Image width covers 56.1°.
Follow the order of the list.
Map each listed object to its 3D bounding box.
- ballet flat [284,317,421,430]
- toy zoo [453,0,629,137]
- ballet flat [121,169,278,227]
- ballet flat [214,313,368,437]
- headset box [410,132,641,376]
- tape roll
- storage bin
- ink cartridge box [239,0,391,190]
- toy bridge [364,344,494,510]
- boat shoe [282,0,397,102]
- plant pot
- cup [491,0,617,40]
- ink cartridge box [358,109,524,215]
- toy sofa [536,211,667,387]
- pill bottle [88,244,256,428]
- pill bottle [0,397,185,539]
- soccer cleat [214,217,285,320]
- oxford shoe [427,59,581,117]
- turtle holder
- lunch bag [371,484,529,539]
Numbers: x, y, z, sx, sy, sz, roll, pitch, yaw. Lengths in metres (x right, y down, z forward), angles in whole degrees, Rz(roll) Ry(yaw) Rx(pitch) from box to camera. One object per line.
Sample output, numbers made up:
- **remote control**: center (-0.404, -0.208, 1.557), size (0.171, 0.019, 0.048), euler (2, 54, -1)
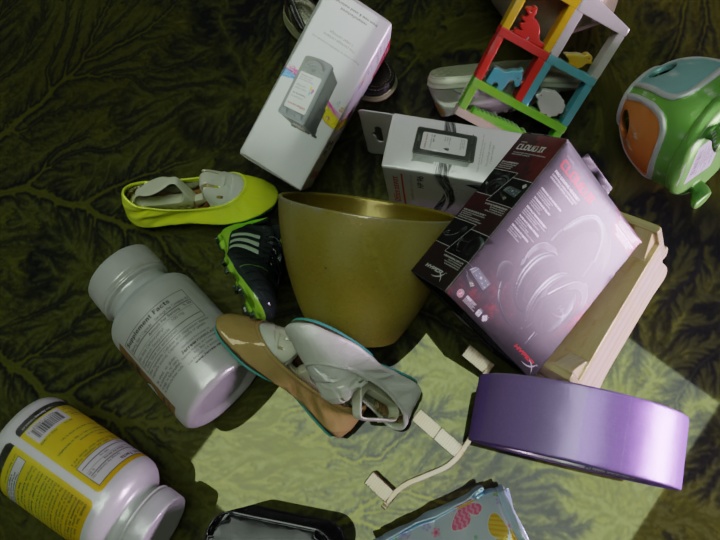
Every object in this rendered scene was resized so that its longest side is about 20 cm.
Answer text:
- **ballet flat**: center (-0.004, 0.116, 0.701), size (0.069, 0.199, 0.071), euler (-25, 48, 31)
- **toy zoo**: center (0.209, -0.240, 0.765), size (0.129, 0.021, 0.202), euler (23, 118, -10)
- **ballet flat**: center (-0.202, -0.092, 0.834), size (0.195, 0.068, 0.068), euler (-6, 55, 7)
- **ballet flat**: center (-0.069, 0.101, 0.733), size (0.063, 0.069, 0.200), euler (-39, 113, 15)
- **headset box**: center (0.171, -0.022, 0.666), size (0.201, 0.077, 0.149), euler (-49, 117, -3)
- **tape roll**: center (0.206, 0.155, 0.652), size (0.196, 0.200, 0.067), euler (12, 77, 10)
- **storage bin**: center (-0.099, 0.359, 0.696), size (0.132, 0.094, 0.204), euler (7, 76, 9)
- **ink cartridge box**: center (-0.047, -0.201, 0.776), size (0.085, 0.148, 0.202), euler (29, 98, -3)
- **toy bridge**: center (0.087, 0.182, 0.751), size (0.067, 0.027, 0.201), euler (37, 83, 13)
- **boat shoe**: center (-0.033, -0.296, 0.869), size (0.200, 0.065, 0.073), euler (42, 82, 14)
- **plant pot**: center (0.000, 0.000, 0.740), size (0.196, 0.200, 0.145), euler (9, 100, 9)
- **cup**: center (0.233, -0.355, 0.801), size (0.196, 0.200, 0.146), euler (-16, 100, 3)
- **ink cartridge box**: center (0.091, -0.117, 0.781), size (0.196, 0.116, 0.069), euler (11, 76, 11)
- **toy sofa**: center (0.254, 0.039, 0.748), size (0.082, 0.098, 0.202), euler (27, 80, 38)
- **pill bottle**: center (-0.217, 0.070, 0.774), size (0.114, 0.114, 0.200), euler (-45, 75, -5)
- **pill bottle**: center (-0.297, 0.236, 0.743), size (0.197, 0.113, 0.114), euler (28, 80, 13)
- **soccer cleat**: center (-0.113, -0.012, 0.760), size (0.080, 0.068, 0.200), euler (-25, 30, -7)
- **oxford shoe**: center (0.179, -0.222, 0.832), size (0.195, 0.076, 0.059), euler (-5, 119, -2)
- **turtle holder**: center (0.374, -0.179, 0.751), size (0.186, 0.141, 0.132), euler (-49, 58, 3)
- **lunch bag**: center (0.110, 0.331, 0.661), size (0.167, 0.127, 0.203), euler (-27, 83, 2)
